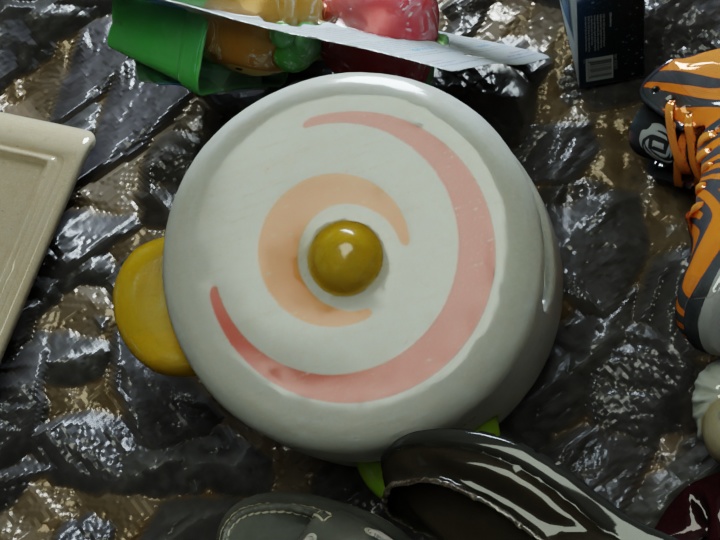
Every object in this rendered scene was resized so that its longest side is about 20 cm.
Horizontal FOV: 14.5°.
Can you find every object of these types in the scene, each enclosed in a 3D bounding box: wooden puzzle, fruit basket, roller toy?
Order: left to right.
[{"bbox_3d":[-0.255,-0.009,1.502,0.185,0.037,0.200,13,61,18],"label":"wooden puzzle"},{"bbox_3d":[-0.021,-0.120,1.448,0.200,0.185,0.094,19,102,15],"label":"fruit basket"},{"bbox_3d":[0.000,0.000,1.357,0.200,0.140,0.183,29,88,12],"label":"roller toy"}]

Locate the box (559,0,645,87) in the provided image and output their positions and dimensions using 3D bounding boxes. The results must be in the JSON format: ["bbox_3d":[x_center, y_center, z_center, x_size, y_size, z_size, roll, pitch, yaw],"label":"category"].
[{"bbox_3d":[0.114,-0.205,1.435,0.038,0.200,0.137,-9,61,0],"label":"box"}]

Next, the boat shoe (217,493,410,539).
[{"bbox_3d":[0.012,0.158,1.328,0.200,0.057,0.067,28,91,23],"label":"boat shoe"}]

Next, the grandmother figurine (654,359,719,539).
[{"bbox_3d":[0.187,0.134,1.323,0.121,0.061,0.200,-2,64,0],"label":"grandmother figurine"}]

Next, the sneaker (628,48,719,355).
[{"bbox_3d":[0.176,-0.038,1.403,0.112,0.078,0.200,15,45,26],"label":"sneaker"}]

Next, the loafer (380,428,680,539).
[{"bbox_3d":[0.089,0.136,1.263,0.200,0.073,0.071,25,64,18],"label":"loafer"}]
